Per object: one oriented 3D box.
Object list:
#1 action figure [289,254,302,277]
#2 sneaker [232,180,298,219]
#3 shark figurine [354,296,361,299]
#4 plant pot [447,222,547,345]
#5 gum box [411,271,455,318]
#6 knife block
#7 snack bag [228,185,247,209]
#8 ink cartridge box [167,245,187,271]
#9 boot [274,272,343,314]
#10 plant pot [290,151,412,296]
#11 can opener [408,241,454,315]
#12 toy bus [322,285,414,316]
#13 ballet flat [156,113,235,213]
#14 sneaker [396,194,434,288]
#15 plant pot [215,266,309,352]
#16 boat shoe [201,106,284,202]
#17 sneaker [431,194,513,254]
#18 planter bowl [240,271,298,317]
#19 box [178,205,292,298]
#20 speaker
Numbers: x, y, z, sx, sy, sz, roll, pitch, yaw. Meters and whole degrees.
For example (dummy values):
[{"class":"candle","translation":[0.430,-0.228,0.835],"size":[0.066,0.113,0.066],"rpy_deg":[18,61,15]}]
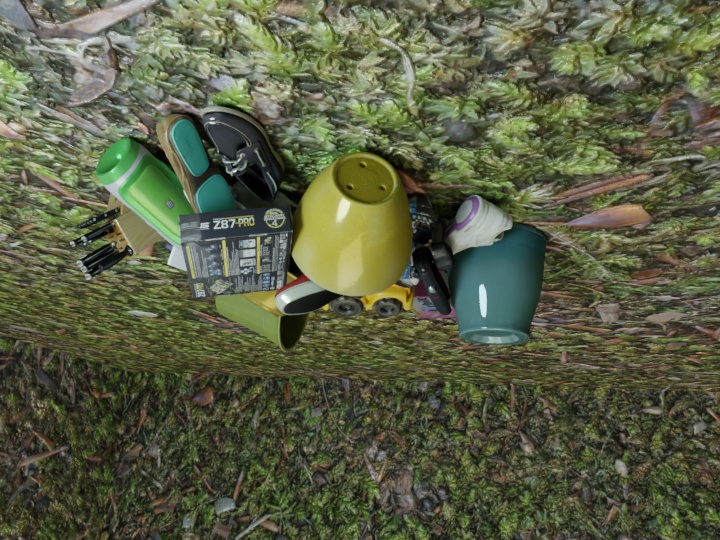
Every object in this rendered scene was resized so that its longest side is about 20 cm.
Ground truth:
[{"class":"action figure","translation":[-0.159,-0.044,1.271],"size":[0.126,0.071,0.201],"rpy_deg":[10,159,9]},{"class":"sneaker","translation":[-0.141,-0.096,1.092],"size":[0.199,0.073,0.072],"rpy_deg":[36,-178,-37]},{"class":"shark figurine","translation":[0.020,0.006,1.104],"size":[0.210,0.091,0.129],"rpy_deg":[-13,127,39]},{"class":"plant pot","translation":[0.253,0.035,1.192],"size":[0.193,0.194,0.201],"rpy_deg":[5,162,2]},{"class":"gum box","translation":[0.168,0.060,1.487],"size":[0.110,0.068,0.199],"rpy_deg":[-5,160,25]},{"class":"knife block","translation":[-0.400,-0.056,1.112],"size":[0.063,0.181,0.198],"rpy_deg":[-9,158,40]},{"class":"snack bag","translation":[-0.212,-0.086,1.055],"size":[0.198,0.022,0.190],"rpy_deg":[36,157,9]},{"class":"ink cartridge box","translation":[-0.299,-0.034,1.198],"size":[0.112,0.070,0.200],"rpy_deg":[21,-179,-16]},{"class":"boot","translation":[-0.071,-0.024,1.000],"size":[0.196,0.146,0.073],"rpy_deg":[-23,163,-30]},{"class":"plant pot","translation":[-0.005,-0.088,0.932],"size":[0.194,0.205,0.144],"rpy_deg":[7,143,-7]},{"class":"can opener","translation":[0.134,0.024,1.117],"size":[0.076,0.065,0.202],"rpy_deg":[-1,145,17]},{"class":"toy bus","translation":[0.013,-0.014,1.242],"size":[0.193,0.139,0.194],"rpy_deg":[2,146,2]},{"class":"ballet flat","translation":[-0.244,-0.139,0.924],"size":[0.071,0.068,0.203],"rpy_deg":[22,146,40]},{"class":"sneaker","translation":[0.089,-0.067,1.129],"size":[0.073,0.088,0.203],"rpy_deg":[12,138,0]},{"class":"plant pot","translation":[-0.230,0.066,1.462],"size":[0.184,0.206,0.201],"rpy_deg":[13,164,14]},{"class":"boat shoe","translation":[-0.165,-0.163,0.908],"size":[0.070,0.065,0.200],"rpy_deg":[-1,161,18]},{"class":"sneaker","translation":[0.189,-0.059,1.098],"size":[0.097,0.077,0.200],"rpy_deg":[17,160,-15]},{"class":"planter bowl","translation":[-0.183,0.035,1.254],"size":[0.197,0.085,0.201],"rpy_deg":[31,171,5]},{"class":"box","translation":[-0.187,-0.022,0.960],"size":[0.156,0.050,0.201],"rpy_deg":[-8,156,-13]},{"class":"speaker","translation":[-0.319,-0.114,1.001],"size":[0.086,0.090,0.200],"rpy_deg":[-6,143,32]}]
